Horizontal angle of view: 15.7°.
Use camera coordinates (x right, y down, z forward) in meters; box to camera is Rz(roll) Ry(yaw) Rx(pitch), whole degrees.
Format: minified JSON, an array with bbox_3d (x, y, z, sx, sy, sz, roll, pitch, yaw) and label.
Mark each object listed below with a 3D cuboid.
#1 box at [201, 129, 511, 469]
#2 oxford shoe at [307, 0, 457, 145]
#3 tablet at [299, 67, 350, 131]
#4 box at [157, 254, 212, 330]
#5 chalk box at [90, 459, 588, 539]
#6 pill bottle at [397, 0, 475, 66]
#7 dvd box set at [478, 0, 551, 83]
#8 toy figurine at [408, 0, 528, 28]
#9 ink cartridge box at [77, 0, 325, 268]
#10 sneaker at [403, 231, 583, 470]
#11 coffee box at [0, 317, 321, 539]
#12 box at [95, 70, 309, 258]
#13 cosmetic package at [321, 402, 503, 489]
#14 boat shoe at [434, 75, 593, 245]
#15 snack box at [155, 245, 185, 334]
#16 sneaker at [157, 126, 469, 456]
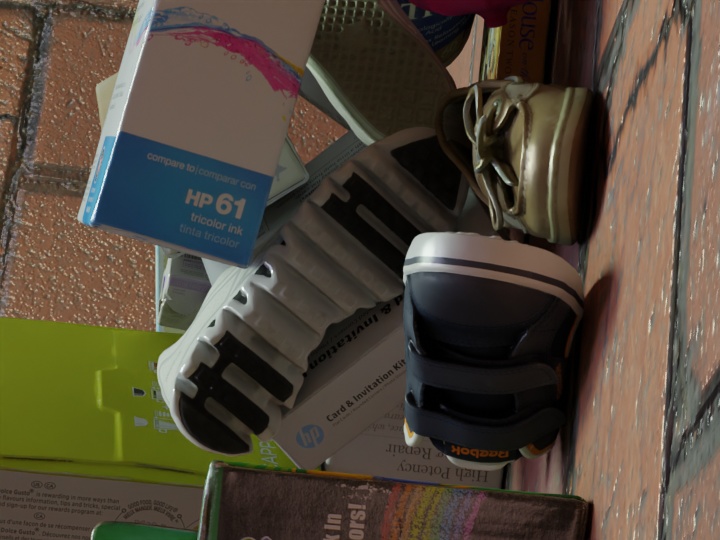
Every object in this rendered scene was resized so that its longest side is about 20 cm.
[{"bbox_3d":[0.000,0.000,1.393,0.041,0.156,0.200,48,-171,-31],"label":"box"},{"bbox_3d":[-0.010,-0.135,1.400,0.200,0.075,0.058,56,180,23],"label":"oxford shoe"},{"bbox_3d":[0.009,-0.110,1.605,0.014,0.200,0.130,-46,21,25],"label":"tablet"},{"bbox_3d":[-0.018,0.026,1.530,0.041,0.199,0.039,-89,12,-54],"label":"box"},{"bbox_3d":[-0.016,0.146,1.097,0.124,0.199,0.125,114,163,-83],"label":"chalk box"},{"bbox_3d":[0.020,-0.200,1.491,0.200,0.111,0.111,98,178,-63],"label":"pill bottle"},{"bbox_3d":[0.087,-0.135,1.478,0.146,0.029,0.201,-160,76,-88],"label":"dvd box set"},{"bbox_3d":[0.051,-0.216,1.308,0.184,0.150,0.200,84,178,-52],"label":"toy figurine"},{"bbox_3d":[-0.072,-0.108,1.296,0.145,0.084,0.200,-165,90,-82],"label":"ink cartridge box"},{"bbox_3d":[0.057,0.041,1.151,0.200,0.078,0.080,63,-144,-73],"label":"sneaker"},{"bbox_3d":[-0.135,0.157,1.475,0.200,0.199,0.198,-105,23,-67],"label":"coffee box"},{"bbox_3d":[-0.094,-0.080,1.509,0.078,0.095,0.200,60,179,-14],"label":"box"},{"bbox_3d":[0.024,0.134,1.444,0.074,0.101,0.201,-113,28,-82],"label":"cosmetic package"},{"bbox_3d":[0.070,-0.054,1.222,0.200,0.063,0.073,-110,27,-84],"label":"boat shoe"},{"bbox_3d":[-0.024,0.021,1.587,0.037,0.199,0.116,-87,-1,-63],"label":"snack box"},{"bbox_3d":[-0.029,0.001,1.322,0.200,0.075,0.081,-45,22,-6],"label":"sneaker"}]
